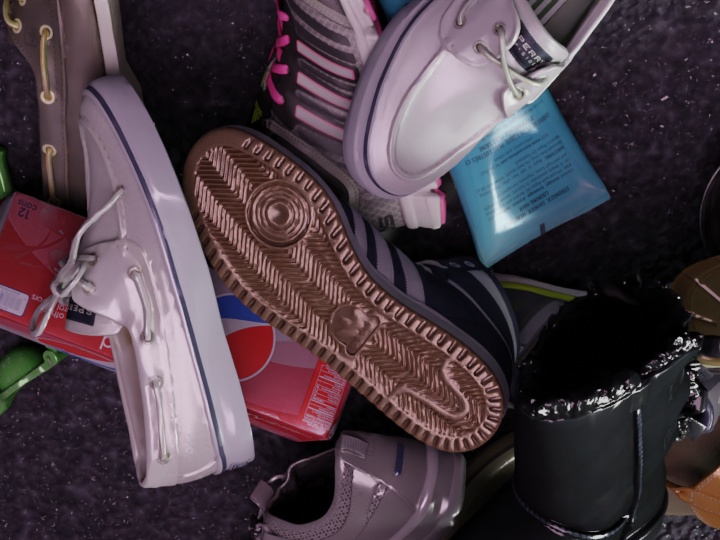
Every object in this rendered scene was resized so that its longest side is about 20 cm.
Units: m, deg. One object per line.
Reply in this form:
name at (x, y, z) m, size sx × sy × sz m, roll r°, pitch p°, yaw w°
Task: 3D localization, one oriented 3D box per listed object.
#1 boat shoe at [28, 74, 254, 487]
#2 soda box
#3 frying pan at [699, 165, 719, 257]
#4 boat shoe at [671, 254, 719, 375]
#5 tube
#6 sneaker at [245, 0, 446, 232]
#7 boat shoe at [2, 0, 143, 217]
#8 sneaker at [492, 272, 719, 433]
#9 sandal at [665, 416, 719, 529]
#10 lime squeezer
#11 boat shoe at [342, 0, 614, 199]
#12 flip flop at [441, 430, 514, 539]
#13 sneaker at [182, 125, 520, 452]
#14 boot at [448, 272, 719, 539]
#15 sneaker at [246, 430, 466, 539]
boat shoe at (-0.120, 0.011, 1.234) m, size 0.086 × 0.075 × 0.203 m, roll -18°, pitch 102°, yaw -14°
soda box at (-0.102, 0.026, 1.307) m, size 0.199 × 0.070 × 0.064 m, roll 22°, pitch 80°, yaw -14°
frying pan at (0.239, -0.004, 1.326) m, size 0.115 × 0.031 × 0.190 m, roll -10°, pitch 127°, yaw 9°
boat shoe at (0.236, 0.014, 1.286) m, size 0.200 × 0.066 × 0.072 m, roll -8°, pitch 84°, yaw -18°
tube at (0.056, -0.100, 1.281) m, size 0.077 × 0.050 × 0.200 m, roll -28°, pitch 113°, yaw -3°
sneaker at (-0.025, -0.096, 1.270) m, size 0.087 × 0.074 × 0.200 m, roll -21°, pitch 116°, yaw 4°
boat shoe at (-0.147, -0.118, 1.267) m, size 0.060 × 0.072 × 0.202 m, roll -9°, pitch 117°, yaw 1°
sneaker at (0.100, 0.049, 1.320) m, size 0.199 × 0.081 × 0.074 m, roll -2°, pitch 118°, yaw 11°
sandal at (0.217, 0.116, 1.361) m, size 0.199 × 0.054 × 0.081 m, roll 10°, pitch 124°, yaw -4°
lime squeezer at (-0.188, 0.036, 1.355) m, size 0.070 × 0.038 × 0.201 m, roll 14°, pitch 114°, yaw -4°
boat shoe at (0.068, -0.116, 1.219) m, size 0.074 × 0.067 × 0.200 m, roll 37°, pitch 86°, yaw -34°
flip flop at (0.054, 0.172, 1.348) m, size 0.057 × 0.200 × 0.081 m, roll 27°, pitch 161°, yaw 27°
sneaker at (0.000, 0.000, 1.262) m, size 0.200 × 0.109 × 0.070 m, roll 44°, pitch 111°, yaw 0°
boot at (0.086, 0.103, 1.201) m, size 0.073 × 0.198 × 0.163 m, roll 39°, pitch 149°, yaw 27°
sneaker at (-0.030, 0.133, 1.348) m, size 0.082 × 0.075 × 0.200 m, roll 27°, pitch 134°, yaw -23°
